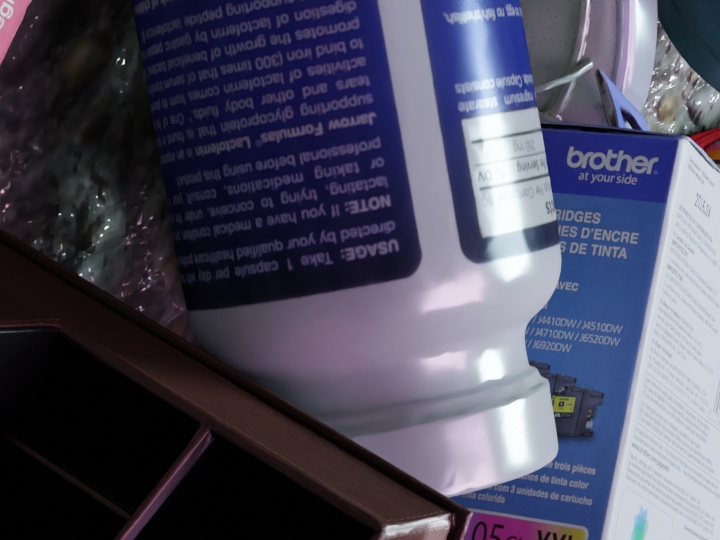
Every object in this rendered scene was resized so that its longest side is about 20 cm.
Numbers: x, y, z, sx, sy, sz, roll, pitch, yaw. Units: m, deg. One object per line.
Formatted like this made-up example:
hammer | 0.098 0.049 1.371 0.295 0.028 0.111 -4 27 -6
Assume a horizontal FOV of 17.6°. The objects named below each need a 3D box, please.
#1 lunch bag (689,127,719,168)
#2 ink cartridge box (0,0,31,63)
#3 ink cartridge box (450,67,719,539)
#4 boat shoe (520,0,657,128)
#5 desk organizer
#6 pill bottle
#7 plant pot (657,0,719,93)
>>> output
lunch bag | 0.188 0.027 1.118 0.176 0.082 0.201 -16 126 -50
ink cartridge box | -0.181 -0.083 0.441 0.085 0.144 0.200 -62 149 -4
ink cartridge box | 0.089 0.034 0.816 0.136 0.076 0.201 34 68 -60
boat shoe | 0.042 -0.045 0.876 0.086 0.075 0.203 -7 126 -45
desk organizer | -0.076 0.057 0.646 0.077 0.199 0.072 -1 114 -53
pill bottle | -0.003 -0.034 0.694 0.115 0.115 0.201 -12 94 -51
plant pot | 0.196 -0.141 0.931 0.200 0.200 0.134 -32 164 -40
